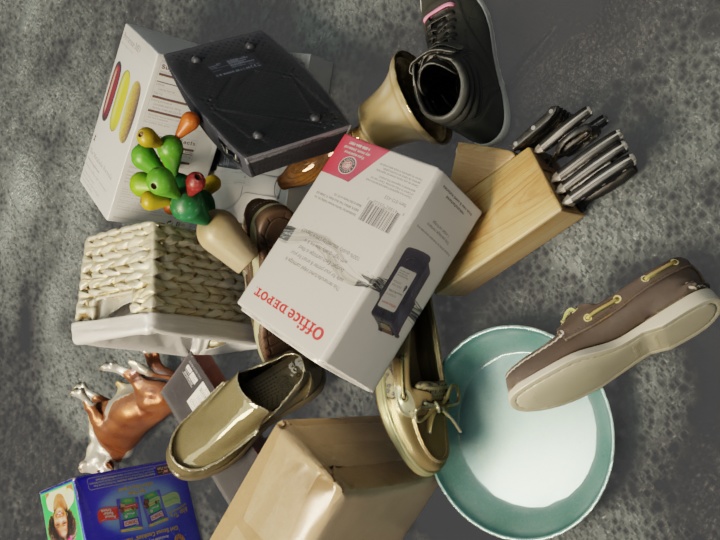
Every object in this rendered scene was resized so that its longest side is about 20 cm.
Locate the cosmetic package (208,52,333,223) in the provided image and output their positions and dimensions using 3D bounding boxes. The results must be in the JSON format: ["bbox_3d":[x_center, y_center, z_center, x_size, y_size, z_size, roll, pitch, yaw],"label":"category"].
[{"bbox_3d":[-0.119,-0.155,1.069,0.149,0.051,0.204,12,94,32],"label":"cosmetic package"}]

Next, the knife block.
[{"bbox_3d":[0.167,-0.056,0.854,0.174,0.064,0.203,17,97,35],"label":"knife block"}]

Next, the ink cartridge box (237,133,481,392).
[{"bbox_3d":[-0.003,-0.010,0.854,0.144,0.084,0.202,27,83,46],"label":"ink cartridge box"}]

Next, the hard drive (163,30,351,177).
[{"bbox_3d":[-0.110,-0.175,0.939,0.200,0.133,0.043,50,150,36],"label":"hard drive"}]

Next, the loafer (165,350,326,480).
[{"bbox_3d":[-0.128,0.146,0.973,0.199,0.068,0.076,-38,64,-11],"label":"loafer"}]

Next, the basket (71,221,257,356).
[{"bbox_3d":[-0.212,0.026,1.040,0.134,0.199,0.126,-10,76,33],"label":"basket"}]

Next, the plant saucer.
[{"bbox_3d":[0.153,0.154,0.870,0.197,0.036,0.204,-3,85,35],"label":"plant saucer"}]

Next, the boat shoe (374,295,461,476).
[{"bbox_3d":[0.053,0.095,0.875,0.062,0.073,0.203,-22,78,34],"label":"boat shoe"}]

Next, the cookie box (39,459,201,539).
[{"bbox_3d":[-0.274,0.342,1.078,0.075,0.170,0.203,-26,73,33],"label":"cookie box"}]

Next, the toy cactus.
[{"bbox_3d":[-0.166,-0.073,0.933,0.102,0.200,0.165,-45,95,-10],"label":"toy cactus"}]

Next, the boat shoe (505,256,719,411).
[{"bbox_3d":[0.211,0.056,0.789,0.198,0.072,0.060,-29,53,6],"label":"boat shoe"}]

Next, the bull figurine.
[{"bbox_3d":[-0.308,0.179,1.164,0.199,0.065,0.122,-39,100,19],"label":"bull figurine"}]

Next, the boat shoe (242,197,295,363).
[{"bbox_3d":[-0.098,0.014,1.017,0.075,0.074,0.205,34,130,49],"label":"boat shoe"}]

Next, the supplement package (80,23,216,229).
[{"bbox_3d":[-0.238,-0.165,1.063,0.114,0.108,0.202,42,117,45],"label":"supplement package"}]

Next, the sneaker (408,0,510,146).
[{"bbox_3d":[0.086,-0.225,0.899,0.070,0.099,0.203,-25,72,33],"label":"sneaker"}]

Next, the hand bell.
[{"bbox_3d":[-0.013,-0.136,0.956,0.198,0.104,0.106,-26,73,29],"label":"hand bell"}]

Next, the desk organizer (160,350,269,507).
[{"bbox_3d":[-0.141,0.191,1.049,0.072,0.077,0.201,-50,62,21],"label":"desk organizer"}]

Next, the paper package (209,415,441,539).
[{"bbox_3d":[-0.039,0.253,0.905,0.103,0.189,0.202,41,109,33],"label":"paper package"}]
